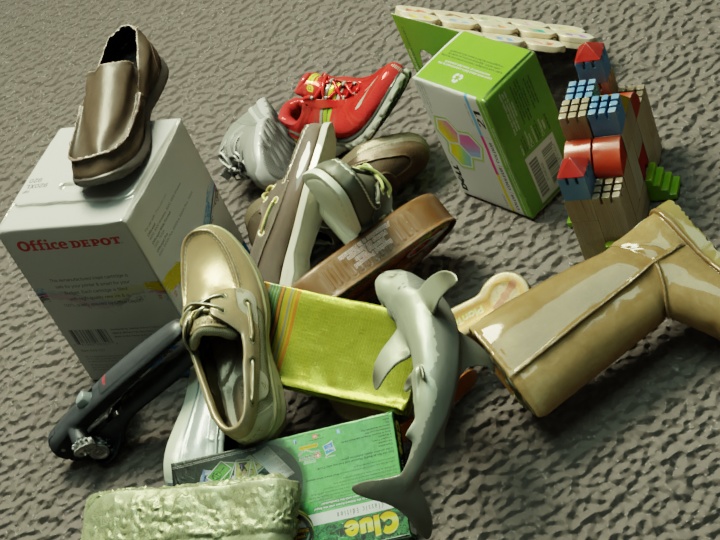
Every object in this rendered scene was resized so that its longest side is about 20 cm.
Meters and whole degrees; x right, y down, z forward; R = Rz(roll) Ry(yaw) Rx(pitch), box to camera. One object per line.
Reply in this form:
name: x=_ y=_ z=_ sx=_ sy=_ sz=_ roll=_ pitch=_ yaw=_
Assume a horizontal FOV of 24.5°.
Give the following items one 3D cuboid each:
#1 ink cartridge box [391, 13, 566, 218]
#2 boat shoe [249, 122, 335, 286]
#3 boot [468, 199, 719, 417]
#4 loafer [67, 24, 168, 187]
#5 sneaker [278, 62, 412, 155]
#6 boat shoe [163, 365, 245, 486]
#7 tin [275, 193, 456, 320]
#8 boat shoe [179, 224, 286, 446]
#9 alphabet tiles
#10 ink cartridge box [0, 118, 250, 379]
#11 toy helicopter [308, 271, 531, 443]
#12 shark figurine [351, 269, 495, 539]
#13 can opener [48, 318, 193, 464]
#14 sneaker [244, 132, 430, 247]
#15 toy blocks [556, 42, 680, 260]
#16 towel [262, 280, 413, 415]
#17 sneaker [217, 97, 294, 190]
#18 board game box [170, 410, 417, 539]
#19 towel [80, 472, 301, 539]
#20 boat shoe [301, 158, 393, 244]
ink cartridge box: x=0.097 y=-0.150 z=1.577 sx=0.076 sy=0.149 sz=0.199 roll=-44 pitch=40 yaw=-20
boat shoe: x=-0.069 y=-0.046 z=1.555 sx=0.059 sy=0.072 sz=0.203 roll=11 pitch=83 yaw=17
boot: x=0.214 y=0.056 z=1.327 sx=0.199 sy=0.066 sz=0.176 roll=-34 pitch=54 yaw=-8
loafer: x=-0.229 y=-0.152 z=1.502 sx=0.072 sy=0.071 sz=0.201 roll=-12 pitch=39 yaw=15
sneaker: x=-0.024 y=-0.166 z=1.657 sx=0.199 sy=0.085 sz=0.077 roll=-25 pitch=27 yaw=56
boat shoe: x=-0.114 y=0.116 z=1.464 sx=0.071 sy=0.070 sz=0.202 roll=-3 pitch=50 yaw=21
tin: x=0.000 y=0.000 z=1.487 sx=0.199 sy=0.042 sz=0.112 roll=-35 pitch=-6 yaw=-19
boat shoe: x=-0.116 y=0.048 z=1.392 sx=0.072 sy=0.065 sz=0.202 roll=-23 pitch=68 yaw=19
alphabet tiles: x=0.135 y=-0.246 z=1.676 sx=0.197 sy=0.015 sz=0.196 roll=6 pitch=16 yaw=-5
ink cartridge box: x=-0.213 y=-0.019 z=1.559 sx=0.146 sy=0.201 sz=0.146 roll=-3 pitch=43 yaw=26
toy helicopter: x=0.061 y=0.069 z=1.401 sx=0.199 sy=0.079 sz=0.133 roll=-29 pitch=58 yaw=13
shark figurine: x=0.065 y=0.089 z=1.295 sx=0.128 sy=0.089 sz=0.217 roll=-30 pitch=52 yaw=48
can opener: x=-0.211 y=0.106 z=1.476 sx=0.200 sy=0.063 sz=0.079 roll=-42 pitch=45 yaw=34
sneaker: x=-0.015 y=-0.061 z=1.619 sx=0.198 sy=0.071 sz=0.076 roll=-26 pitch=56 yaw=7
toy blocks: x=0.218 y=-0.109 z=1.470 sx=0.099 sy=0.137 sz=0.201 roll=-4 pitch=44 yaw=25
towel: x=-0.038 y=0.061 z=1.396 sx=0.198 sy=0.018 sz=0.087 roll=10 pitch=85 yaw=28
sneaker: x=-0.107 y=-0.112 z=1.706 sx=0.082 sy=0.075 sz=0.200 roll=-37 pitch=16 yaw=7
board game box: x=-0.056 y=0.187 z=1.347 sx=0.198 sy=0.023 sz=0.106 roll=-14 pitch=66 yaw=14
towel: x=-0.141 y=0.239 z=1.321 sx=0.198 sy=0.037 sz=0.150 roll=-8 pitch=66 yaw=18
boat shoe: x=-0.005 y=-0.066 z=1.489 sx=0.060 sy=0.202 sz=0.072 roll=-41 pitch=77 yaw=-4
